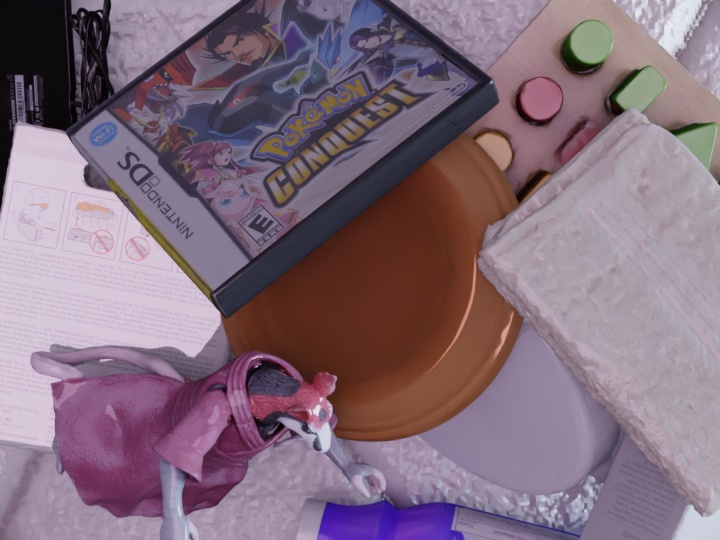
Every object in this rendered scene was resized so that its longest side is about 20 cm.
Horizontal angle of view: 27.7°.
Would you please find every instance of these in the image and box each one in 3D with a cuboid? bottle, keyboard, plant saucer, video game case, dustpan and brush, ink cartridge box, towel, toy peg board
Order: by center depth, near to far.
[{"bbox_3d":[0.170,0.021,0.803,0.132,0.034,0.200,-40,87,-7],"label":"towel"},{"bbox_3d":[-0.050,-0.090,0.853,0.200,0.026,0.181,-39,51,-10],"label":"video game case"},{"bbox_3d":[0.000,0.000,0.856,0.199,0.037,0.202,-2,86,23],"label":"plant saucer"},{"bbox_3d":[0.139,-0.043,0.881,0.200,0.098,0.199,43,96,1],"label":"toy peg board"},{"bbox_3d":[0.128,0.108,0.903,0.200,0.057,0.140,47,132,-1],"label":"dustpan and brush"},{"bbox_3d":[0.056,0.190,0.922,0.199,0.065,0.084,14,97,4],"label":"bottle"},{"bbox_3d":[-0.158,0.020,0.929,0.160,0.050,0.201,11,90,-5],"label":"ink cartridge box"},{"bbox_3d":[-0.198,-0.109,0.940,0.103,0.040,0.201,4,102,22],"label":"keyboard"}]

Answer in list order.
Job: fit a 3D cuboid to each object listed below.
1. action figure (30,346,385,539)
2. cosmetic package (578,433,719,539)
[{"bbox_3d":[-0.079,0.082,0.833,0.200,0.134,0.150,-29,75,43],"label":"action figure"},{"bbox_3d":[0.198,0.146,0.864,0.101,0.074,0.201,30,84,-33],"label":"cosmetic package"}]
